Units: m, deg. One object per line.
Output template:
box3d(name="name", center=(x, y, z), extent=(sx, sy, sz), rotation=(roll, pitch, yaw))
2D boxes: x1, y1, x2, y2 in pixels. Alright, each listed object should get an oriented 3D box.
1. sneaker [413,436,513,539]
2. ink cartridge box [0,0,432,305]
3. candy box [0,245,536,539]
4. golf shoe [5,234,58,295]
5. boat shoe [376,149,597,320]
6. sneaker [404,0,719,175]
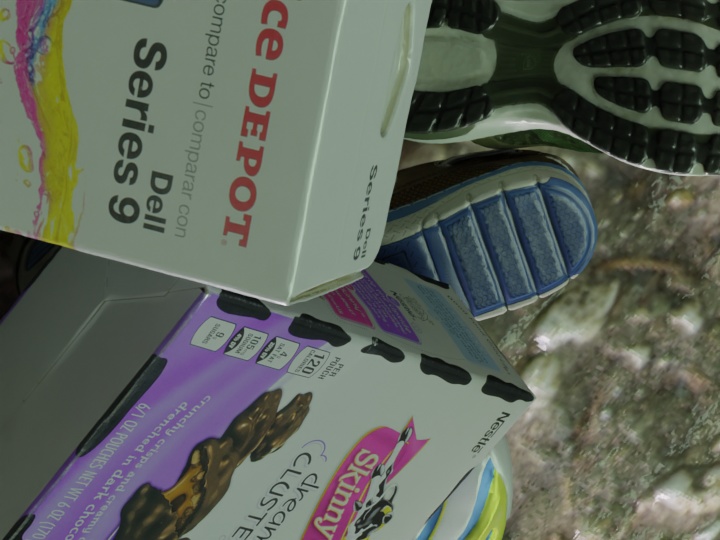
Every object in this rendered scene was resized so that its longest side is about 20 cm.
box3d(name="sneaker", center=(-0.003, 0.144, 1.253), extent=(0.105, 0.076, 0.201), rotation=(-3, 124, -39))
box3d(name="ink cartridge box", center=(-0.084, -0.085, 0.862), extent=(0.087, 0.199, 0.146), rotation=(-26, 129, -70))
box3d(name="candy box", center=(-0.057, 0.067, 1.007), extent=(0.200, 0.072, 0.168), rotation=(19, 116, -50))
box3d(name="golf shoe", center=(-0.042, -0.036, 1.054), extent=(0.200, 0.097, 0.078), rotation=(-50, 139, 3))
box3d(name="boat shoe", center=(0.000, 0.000, 1.128), extent=(0.199, 0.072, 0.073), rotation=(-14, 113, 3))
box3d(name="sneaker", center=(0.097, -0.077, 1.097), extent=(0.089, 0.199, 0.077), rotation=(15, 86, -67))
